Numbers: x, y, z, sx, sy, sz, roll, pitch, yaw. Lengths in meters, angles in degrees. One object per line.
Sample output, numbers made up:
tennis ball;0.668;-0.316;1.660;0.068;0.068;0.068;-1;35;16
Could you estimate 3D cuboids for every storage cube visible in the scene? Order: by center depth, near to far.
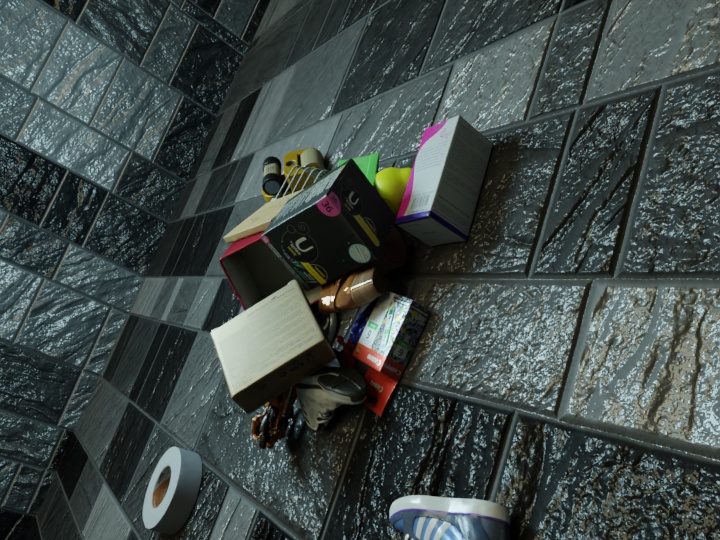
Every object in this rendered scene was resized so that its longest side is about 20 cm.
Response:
storage cube;-0.182;-0.006;1.321;0.196;0.174;0.180;-25;14;3

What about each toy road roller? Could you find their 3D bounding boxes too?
toy road roller;-0.189;-0.250;1.728;0.194;0.148;0.125;-14;41;3

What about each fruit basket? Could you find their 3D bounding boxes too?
fruit basket;0.037;-0.149;1.265;0.219;0.209;0.158;-97;7;-46

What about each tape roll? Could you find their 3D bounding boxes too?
tape roll;-0.484;0.564;1.548;0.199;0.065;0.204;-38;37;35

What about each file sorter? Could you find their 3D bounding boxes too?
file sorter;-0.111;-0.175;1.496;0.127;0.137;0.199;-59;29;-4

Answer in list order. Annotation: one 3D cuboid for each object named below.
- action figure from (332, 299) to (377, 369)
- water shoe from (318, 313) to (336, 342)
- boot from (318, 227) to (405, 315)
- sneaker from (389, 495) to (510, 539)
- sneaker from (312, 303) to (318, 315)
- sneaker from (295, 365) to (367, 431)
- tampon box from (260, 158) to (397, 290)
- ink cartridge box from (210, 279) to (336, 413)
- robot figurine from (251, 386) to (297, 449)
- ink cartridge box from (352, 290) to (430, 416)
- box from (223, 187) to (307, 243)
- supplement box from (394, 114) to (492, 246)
action figure;-0.025;0.116;1.164;0.065;0.097;0.204;23;88;61
water shoe;-0.123;0.162;1.291;0.203;0.078;0.071;-59;30;5
boot;0.000;0.000;1.175;0.153;0.074;0.201;-24;22;37
sneaker;0.101;0.372;0.759;0.197;0.080;0.150;-20;45;43
sneaker;-0.161;0.114;1.419;0.198;0.072;0.084;-6;81;54
sneaker;-0.050;0.245;1.117;0.198;0.075;0.119;5;110;50
tampon box;-0.059;-0.081;1.137;0.198;0.150;0.127;-24;26;41
ink cartridge box;-0.165;0.140;1.127;0.197;0.076;0.166;-31;48;-2
robot figurine;-0.165;0.257;1.214;0.057;0.145;0.206;17;93;15
ink cartridge box;0.039;0.143;1.077;0.108;0.050;0.204;16;79;61
box;-0.202;-0.128;1.358;0.197;0.022;0.164;-13;26;46
supplement box;0.153;-0.160;1.097;0.100;0.102;0.205;-6;62;56
